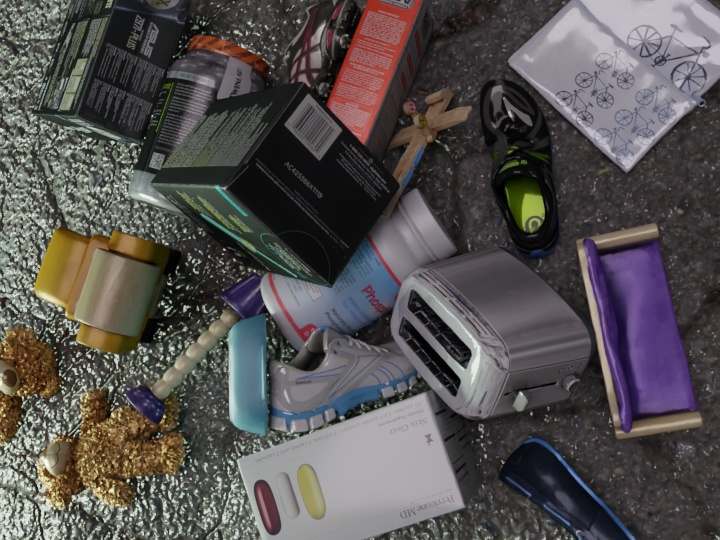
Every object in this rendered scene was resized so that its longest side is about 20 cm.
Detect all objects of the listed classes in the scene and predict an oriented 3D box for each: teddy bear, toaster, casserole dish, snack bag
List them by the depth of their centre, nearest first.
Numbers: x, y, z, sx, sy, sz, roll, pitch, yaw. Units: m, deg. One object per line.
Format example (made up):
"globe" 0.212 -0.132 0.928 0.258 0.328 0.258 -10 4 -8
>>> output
"toaster" 0.120 0.056 0.806 0.200 0.129 0.114 50 136 37
"casserole dish" -0.117 0.111 0.856 0.039 0.200 0.122 -1 80 -8
"snack bag" 0.293 -0.236 0.884 0.200 0.021 0.189 -43 73 6
"teddy bear" -0.295 0.209 0.962 0.199 0.067 0.146 -2 79 15
"teddy bear" -0.475 0.144 1.012 0.199 0.067 0.146 -3 84 15

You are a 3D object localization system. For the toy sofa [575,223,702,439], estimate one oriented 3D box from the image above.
"toy sofa" 0.272 0.059 0.808 0.083 0.098 0.201 -12 79 13

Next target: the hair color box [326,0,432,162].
"hair color box" 0.016 -0.206 0.909 0.061 0.102 0.201 21 84 12

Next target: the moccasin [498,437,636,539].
"moccasin" 0.218 0.260 0.810 0.068 0.081 0.200 -38 61 -7

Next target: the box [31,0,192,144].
"box" -0.298 -0.263 0.982 0.164 0.086 0.201 14 85 51

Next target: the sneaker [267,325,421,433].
"sneaker" -0.011 0.093 0.839 0.075 0.200 0.087 5 109 49

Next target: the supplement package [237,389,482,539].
"supplement package" 0.006 0.204 0.829 0.199 0.156 0.111 -22 80 11

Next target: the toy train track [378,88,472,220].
"toy train track" 0.050 -0.135 0.876 0.114 0.033 0.200 -14 39 45

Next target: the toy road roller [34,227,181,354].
"toy road roller" -0.298 0.012 0.924 0.145 0.200 0.123 18 88 -5

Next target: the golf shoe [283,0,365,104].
"golf shoe" -0.052 -0.222 0.963 0.088 0.077 0.201 18 84 36

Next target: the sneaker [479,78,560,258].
"sneaker" 0.172 -0.114 0.868 0.070 0.083 0.200 -13 79 13

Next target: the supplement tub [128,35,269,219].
"supplement tub" -0.182 -0.160 0.954 0.122 0.123 0.201 18 88 17

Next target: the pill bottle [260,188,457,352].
"pill bottle" 0.000 0.000 0.887 0.200 0.109 0.109 -33 75 9

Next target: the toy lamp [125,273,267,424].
"toy lamp" -0.178 0.085 0.938 0.058 0.058 0.200 42 81 17

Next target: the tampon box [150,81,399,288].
"tampon box" -0.091 -0.086 0.830 0.126 0.150 0.200 -55 30 -15
